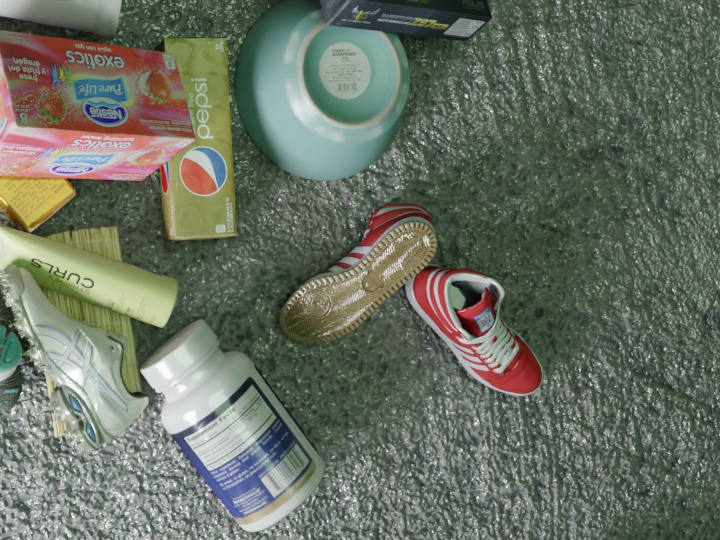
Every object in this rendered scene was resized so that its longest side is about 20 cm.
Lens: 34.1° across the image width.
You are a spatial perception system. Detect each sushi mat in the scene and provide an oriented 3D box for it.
[{"bbox_3d":[-0.279,0.060,1.195,0.094,0.012,0.204,-9,92,-18],"label":"sushi mat"}]

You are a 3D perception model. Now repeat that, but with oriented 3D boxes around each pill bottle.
[{"bbox_3d":[-0.133,0.154,1.196,0.111,0.111,0.201,-38,101,-16],"label":"pill bottle"}]

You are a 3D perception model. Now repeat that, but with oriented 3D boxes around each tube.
[{"bbox_3d":[-0.280,0.004,1.158,0.197,0.052,0.059,20,102,-21],"label":"tube"}]

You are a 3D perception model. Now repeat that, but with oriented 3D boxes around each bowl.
[{"bbox_3d":[-0.026,-0.201,1.244,0.197,0.105,0.205,0,90,-21],"label":"bowl"}]

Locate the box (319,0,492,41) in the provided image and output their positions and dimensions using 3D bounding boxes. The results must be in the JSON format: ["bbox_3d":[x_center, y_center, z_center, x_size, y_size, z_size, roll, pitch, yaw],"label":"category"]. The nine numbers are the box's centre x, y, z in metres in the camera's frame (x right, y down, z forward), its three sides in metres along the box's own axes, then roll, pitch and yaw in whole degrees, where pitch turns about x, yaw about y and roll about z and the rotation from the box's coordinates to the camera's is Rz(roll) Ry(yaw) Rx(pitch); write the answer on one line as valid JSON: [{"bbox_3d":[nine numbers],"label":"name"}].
[{"bbox_3d":[0.033,-0.327,1.226,0.198,0.051,0.160,-1,67,-39],"label":"box"}]

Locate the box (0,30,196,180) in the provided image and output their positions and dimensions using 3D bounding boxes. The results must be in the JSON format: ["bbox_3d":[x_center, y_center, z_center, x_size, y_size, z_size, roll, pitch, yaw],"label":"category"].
[{"bbox_3d":[-0.269,-0.149,1.106,0.198,0.102,0.096,-2,70,-47],"label":"box"}]

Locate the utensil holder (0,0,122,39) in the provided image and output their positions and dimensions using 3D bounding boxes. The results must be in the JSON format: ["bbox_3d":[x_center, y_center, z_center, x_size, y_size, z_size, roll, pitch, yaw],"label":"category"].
[{"bbox_3d":[-0.320,-0.320,1.105,0.196,0.170,0.173,6,87,-18],"label":"utensil holder"}]

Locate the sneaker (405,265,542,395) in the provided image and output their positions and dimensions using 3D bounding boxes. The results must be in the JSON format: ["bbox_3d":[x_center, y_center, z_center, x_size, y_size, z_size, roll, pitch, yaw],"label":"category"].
[{"bbox_3d":[0.142,0.070,1.289,0.199,0.112,0.072,41,77,-15],"label":"sneaker"}]

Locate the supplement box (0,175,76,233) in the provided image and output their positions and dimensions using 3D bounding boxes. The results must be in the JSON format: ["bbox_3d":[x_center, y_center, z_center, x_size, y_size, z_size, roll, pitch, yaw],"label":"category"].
[{"bbox_3d":[-0.365,-0.130,1.139,0.069,0.066,0.200,-44,103,-15],"label":"supplement box"}]

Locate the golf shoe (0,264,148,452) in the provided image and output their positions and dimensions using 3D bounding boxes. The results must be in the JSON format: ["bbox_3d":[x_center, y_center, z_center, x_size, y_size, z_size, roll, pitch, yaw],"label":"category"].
[{"bbox_3d":[-0.281,0.074,1.154,0.096,0.078,0.202,-31,108,-21],"label":"golf shoe"}]

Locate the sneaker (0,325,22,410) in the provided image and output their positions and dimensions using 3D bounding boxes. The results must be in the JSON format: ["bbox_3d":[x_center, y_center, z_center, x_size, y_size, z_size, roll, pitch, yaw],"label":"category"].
[{"bbox_3d":[-0.414,0.108,1.114,0.196,0.092,0.078,-1,49,0],"label":"sneaker"}]

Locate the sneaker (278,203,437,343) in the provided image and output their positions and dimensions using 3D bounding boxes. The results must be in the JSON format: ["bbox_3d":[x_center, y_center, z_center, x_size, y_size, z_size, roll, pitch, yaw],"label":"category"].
[{"bbox_3d":[0.000,0.000,1.279,0.199,0.113,0.072,-34,104,13],"label":"sneaker"}]

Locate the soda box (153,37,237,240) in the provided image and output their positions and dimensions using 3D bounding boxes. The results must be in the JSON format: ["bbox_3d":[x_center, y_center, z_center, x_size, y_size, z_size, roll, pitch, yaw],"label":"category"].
[{"bbox_3d":[-0.171,-0.134,1.211,0.067,0.064,0.204,-4,90,-20],"label":"soda box"}]
